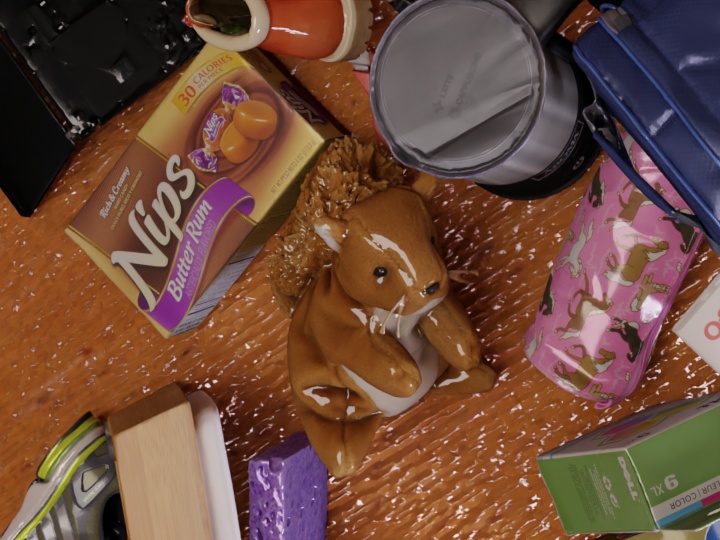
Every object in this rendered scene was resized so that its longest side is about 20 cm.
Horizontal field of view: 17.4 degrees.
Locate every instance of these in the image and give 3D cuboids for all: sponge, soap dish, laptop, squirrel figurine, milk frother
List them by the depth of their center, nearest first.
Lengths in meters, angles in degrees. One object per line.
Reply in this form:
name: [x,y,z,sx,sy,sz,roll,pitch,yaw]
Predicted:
milk frother: [0.062,-0.155,1.539,0.199,0.188,0.182,24,94,17]
squirrel figurine: [0.000,0.000,1.595,0.201,0.141,0.187,57,161,33]
soap dish: [-0.133,0.166,1.672,0.080,0.200,0.159,-10,92,-7]
sponge: [-0.052,0.222,1.690,0.030,0.112,0.202,3,99,15]
laptop: [-0.232,-0.173,1.769,0.199,0.103,0.178,-37,82,-2]

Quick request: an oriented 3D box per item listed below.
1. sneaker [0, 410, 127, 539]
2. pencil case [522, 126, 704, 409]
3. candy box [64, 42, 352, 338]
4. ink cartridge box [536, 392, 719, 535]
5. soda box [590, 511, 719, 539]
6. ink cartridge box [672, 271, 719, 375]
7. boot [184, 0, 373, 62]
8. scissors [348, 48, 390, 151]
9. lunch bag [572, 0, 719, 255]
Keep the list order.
sneaker: [-0.227,0.210,1.792,0.081,0.074,0.201,33,111,13]
pencil case: [0.181,-0.010,1.572,0.082,0.087,0.201,17,110,-23]
candy box: [-0.112,-0.063,1.707,0.117,0.056,0.200,45,111,11]
ink cartridge box: [0.202,0.123,1.509,0.103,0.200,0.060,-22,90,-19]
soda box: [0.236,0.188,1.582,0.199,0.068,0.064,-23,88,25]
ink cartridge box: [0.324,0.048,1.514,0.200,0.085,0.146,44,112,14]
boot: [-0.092,-0.197,1.627,0.199,0.107,0.076,29,118,46]
scissors: [-0.004,-0.146,1.669,0.199,0.014,0.073,37,112,13]
lunch bag: [0.216,-0.097,1.433,0.132,0.136,0.200,-40,67,4]
